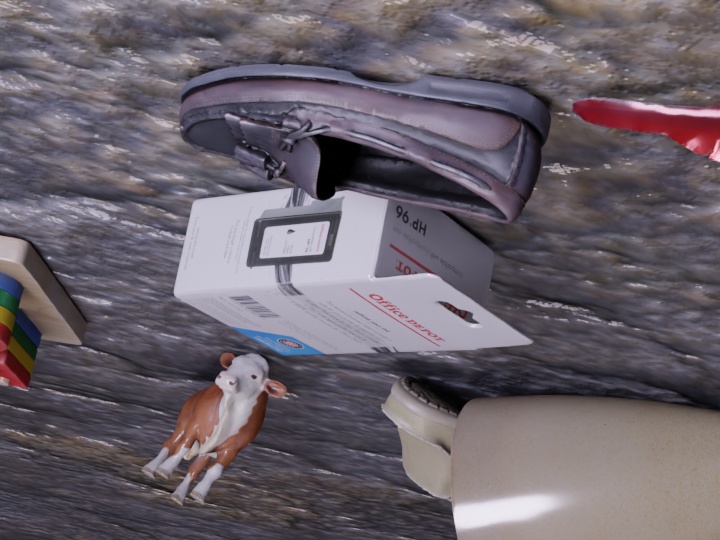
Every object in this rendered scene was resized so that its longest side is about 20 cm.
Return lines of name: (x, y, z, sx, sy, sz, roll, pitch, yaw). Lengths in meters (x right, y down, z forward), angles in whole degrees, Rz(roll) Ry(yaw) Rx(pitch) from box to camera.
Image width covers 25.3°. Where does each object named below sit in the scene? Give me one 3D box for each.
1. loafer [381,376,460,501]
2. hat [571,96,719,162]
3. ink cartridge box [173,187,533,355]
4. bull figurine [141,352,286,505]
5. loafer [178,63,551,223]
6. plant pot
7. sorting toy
loafer: (0.066, 0.147, 1.315, 0.076, 0.068, 0.200, 35, 176, 32)
hat: (0.220, -0.084, 0.686, 0.199, 0.177, 0.166, -27, 157, -4)
ink cartridge box: (0.000, 0.000, 0.971, 0.199, 0.068, 0.116, -4, 156, 38)
bull figurine: (-0.126, 0.135, 1.368, 0.065, 0.122, 0.200, 37, 164, -2)
loafer: (-0.006, -0.062, 0.807, 0.199, 0.063, 0.072, 4, 159, 20)
plant pot: (0.195, 0.173, 1.215, 0.199, 0.189, 0.187, -12, 152, 24)
sorting toy: (-0.335, 0.028, 1.243, 0.199, 0.070, 0.199, 9, 161, 7)
